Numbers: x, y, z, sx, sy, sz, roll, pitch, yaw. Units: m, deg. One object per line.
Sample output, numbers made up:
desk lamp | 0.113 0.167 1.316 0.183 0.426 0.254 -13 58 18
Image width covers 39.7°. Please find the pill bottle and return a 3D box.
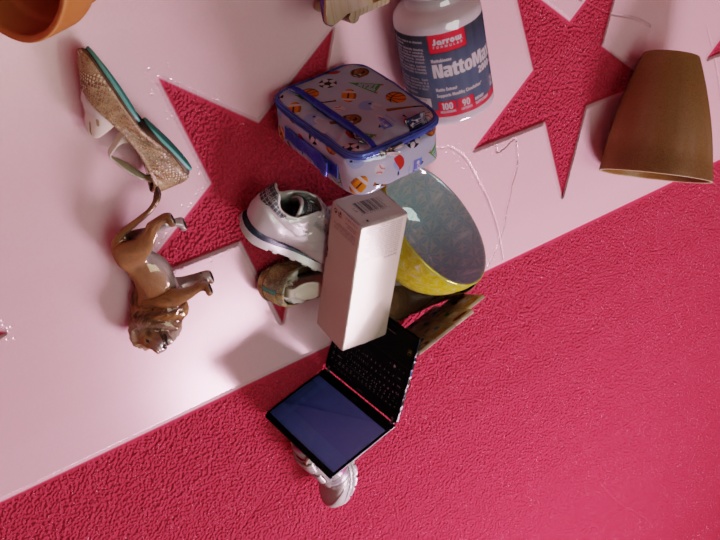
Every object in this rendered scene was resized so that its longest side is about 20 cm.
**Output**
pill bottle | 0.106 -0.307 1.310 0.119 0.119 0.202 -32 128 -23

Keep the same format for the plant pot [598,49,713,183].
plant pot | 0.501 -0.254 1.644 0.185 0.185 0.203 4 96 -41

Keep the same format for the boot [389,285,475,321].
boot | 0.097 0.026 1.470 0.199 0.075 0.075 -22 103 -46

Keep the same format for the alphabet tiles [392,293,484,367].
alphabet tiles | 0.097 0.085 1.460 0.166 0.200 0.006 -37 96 -9

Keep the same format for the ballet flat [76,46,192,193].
ballet flat | -0.266 -0.157 1.113 0.065 0.071 0.201 -37 129 0

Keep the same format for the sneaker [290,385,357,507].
sneaker | -0.063 0.272 1.495 0.087 0.081 0.203 -20 115 -30

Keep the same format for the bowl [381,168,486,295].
bowl | 0.072 -0.040 1.402 0.199 0.202 0.107 16 138 -43

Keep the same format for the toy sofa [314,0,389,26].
toy sofa | -0.039 -0.396 1.168 0.097 0.083 0.202 -30 128 -24

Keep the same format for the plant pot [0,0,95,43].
plant pot | -0.288 -0.333 0.931 0.140 0.198 0.203 -38 133 -41

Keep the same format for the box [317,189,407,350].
box | 0.000 0.000 1.307 0.081 0.068 0.202 -17 133 -34

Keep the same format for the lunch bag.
lunch bag | -0.007 -0.176 1.225 0.159 0.200 0.076 -25 135 -28

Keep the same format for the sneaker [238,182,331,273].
sneaker | -0.062 -0.056 1.307 0.198 0.077 0.081 15 127 -43

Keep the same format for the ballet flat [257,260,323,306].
ballet flat | -0.047 0.008 1.377 0.198 0.070 0.072 -15 121 -34

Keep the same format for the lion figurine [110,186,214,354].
lion figurine | -0.252 0.003 1.199 0.121 0.073 0.202 -20 120 2

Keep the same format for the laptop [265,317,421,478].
laptop | -0.028 0.151 1.388 0.102 0.177 0.203 1 112 -40
